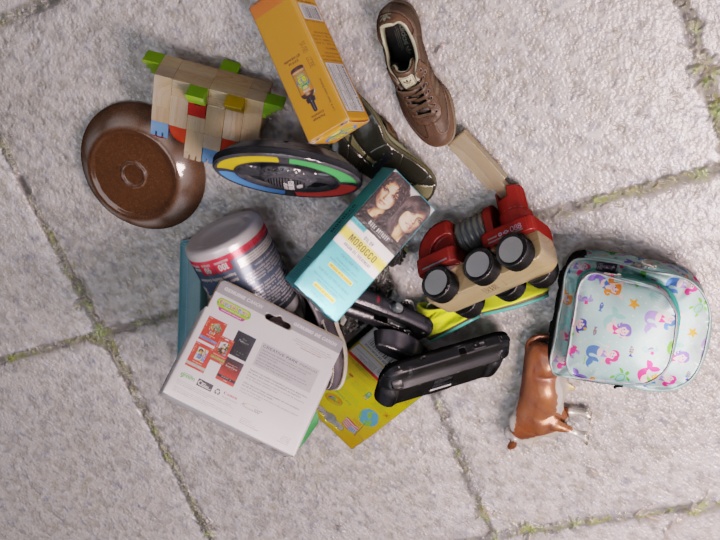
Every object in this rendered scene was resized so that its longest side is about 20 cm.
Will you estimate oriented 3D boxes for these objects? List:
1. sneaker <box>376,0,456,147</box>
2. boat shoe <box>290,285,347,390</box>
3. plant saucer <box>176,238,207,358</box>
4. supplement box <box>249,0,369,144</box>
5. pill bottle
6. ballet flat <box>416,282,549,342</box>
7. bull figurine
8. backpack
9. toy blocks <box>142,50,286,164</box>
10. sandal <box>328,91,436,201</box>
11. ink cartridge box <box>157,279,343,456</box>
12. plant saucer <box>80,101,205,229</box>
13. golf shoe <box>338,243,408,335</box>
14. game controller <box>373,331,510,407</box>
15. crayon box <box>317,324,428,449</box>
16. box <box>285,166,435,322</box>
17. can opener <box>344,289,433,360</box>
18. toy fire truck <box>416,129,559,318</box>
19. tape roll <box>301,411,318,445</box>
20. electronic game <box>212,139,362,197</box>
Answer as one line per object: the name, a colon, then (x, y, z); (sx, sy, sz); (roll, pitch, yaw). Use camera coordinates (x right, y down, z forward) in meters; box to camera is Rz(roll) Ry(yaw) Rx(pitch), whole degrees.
sneaker: (0.063, -0.242, 1.458); (0.070, 0.076, 0.200); (-15, 110, 25)
boat shoe: (-0.067, 0.085, 1.629); (0.073, 0.063, 0.201); (15, 118, 47)
plant saucer: (-0.246, 0.053, 1.677); (0.070, 0.019, 0.201); (-7, 80, 54)
supplement box: (-0.065, -0.263, 1.457); (0.066, 0.069, 0.200); (-27, 82, 27)
pill bottle: (-0.157, 0.027, 1.641); (0.119, 0.120, 0.200); (-15, 115, 24)
ballet flat: (0.162, 0.039, 1.583); (0.200, 0.067, 0.067); (-23, 88, 28)
bull figurine: (0.270, 0.184, 1.618); (0.121, 0.065, 0.201); (9, 119, 11)
backpack: (0.354, 0.069, 1.483); (0.199, 0.151, 0.178); (9, 102, 5)
toy blocks: (-0.208, -0.208, 1.564); (0.199, 0.100, 0.137); (15, 133, 0)
sandal: (0.021, -0.166, 1.527); (0.080, 0.057, 0.201); (-36, 112, 24)
ink cartridge box: (-0.148, 0.135, 1.569); (0.200, 0.176, 0.084); (28, 165, -8)
plant saucer: (-0.324, -0.145, 1.659); (0.200, 0.037, 0.201); (7, 118, 14)
golf shoe: (0.000, 0.000, 1.617); (0.094, 0.078, 0.200); (40, 128, 23)
game controller: (0.114, 0.138, 1.589); (0.104, 0.199, 0.042); (113, 139, -60)
crayon box: (0.012, 0.165, 1.699); (0.127, 0.051, 0.200); (45, 120, -7)
box: (0.000, -0.034, 1.488); (0.082, 0.049, 0.200); (43, 83, -19)
can opener: (0.014, 0.054, 1.554); (0.200, 0.079, 0.063); (30, 127, -23)
toy fire truck: (0.151, -0.064, 1.515); (0.176, 0.201, 0.129); (-25, 148, 28)
tape roll: (-0.157, 0.188, 1.708); (0.200, 0.048, 0.201); (31, 155, 16)
electronic game: (-0.096, -0.130, 1.507); (0.199, 0.200, 0.042); (3, 78, 17)
